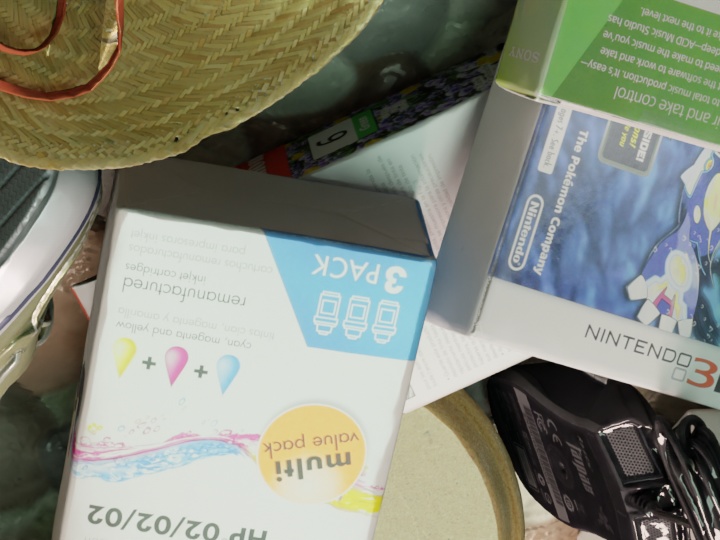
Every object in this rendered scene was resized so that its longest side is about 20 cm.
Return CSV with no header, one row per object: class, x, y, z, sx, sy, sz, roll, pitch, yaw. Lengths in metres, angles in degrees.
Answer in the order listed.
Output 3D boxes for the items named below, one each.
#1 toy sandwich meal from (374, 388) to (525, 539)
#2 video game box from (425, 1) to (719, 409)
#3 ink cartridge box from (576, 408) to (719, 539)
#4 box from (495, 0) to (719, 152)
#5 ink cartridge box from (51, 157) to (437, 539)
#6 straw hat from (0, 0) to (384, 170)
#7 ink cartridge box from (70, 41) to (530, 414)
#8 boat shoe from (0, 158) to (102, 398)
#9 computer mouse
toy sandwich meal,-0.024,0.120,0.920,0.204,0.070,0.207,-1,101,-7
video game box,0.134,-0.050,0.796,0.181,0.047,0.201,16,93,-30
ink cartridge box,0.217,0.126,0.965,0.199,0.084,0.146,0,150,-18
box,0.139,-0.140,0.732,0.144,0.036,0.201,14,95,-26
ink cartridge box,-0.050,0.068,0.785,0.114,0.068,0.201,9,110,-9
straw hat,-0.080,-0.138,0.684,0.200,0.085,0.202,-15,124,-24
ink cartridge box,0.000,0.000,0.829,0.199,0.050,0.109,-24,112,3
boat shoe,-0.150,0.015,0.809,0.062,0.072,0.200,15,133,-39
computer mouse,0.123,0.103,0.866,0.046,0.200,0.141,-26,102,-15
